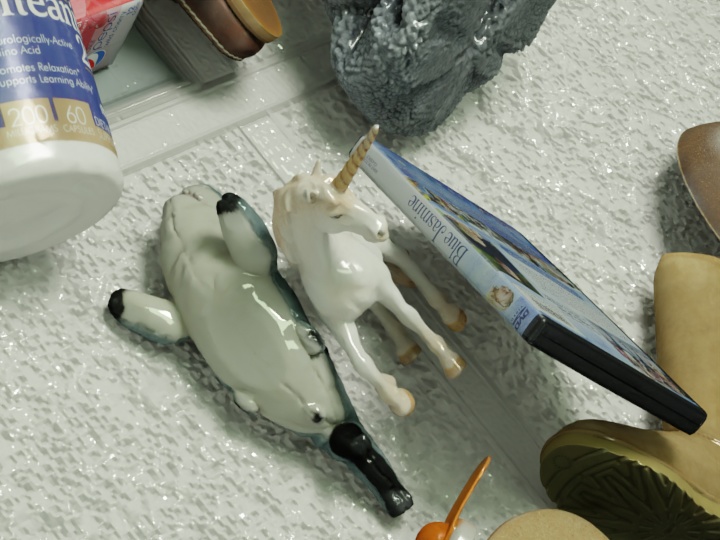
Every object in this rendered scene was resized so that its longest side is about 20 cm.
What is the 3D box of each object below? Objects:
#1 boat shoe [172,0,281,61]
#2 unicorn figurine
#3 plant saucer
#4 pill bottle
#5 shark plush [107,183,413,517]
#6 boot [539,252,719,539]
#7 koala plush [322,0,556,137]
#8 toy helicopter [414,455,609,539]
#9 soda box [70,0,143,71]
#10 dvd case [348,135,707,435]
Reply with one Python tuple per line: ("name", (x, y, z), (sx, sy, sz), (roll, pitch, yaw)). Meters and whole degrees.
("boat shoe", (-0.115, -0.193, 1.169), (0.201, 0.070, 0.070), (59, 13, 25))
("unicorn figurine", (0.000, 0.000, 1.030), (0.074, 0.200, 0.138), (-40, 103, -6))
("plant saucer", (0.284, -0.027, 1.284), (0.199, 0.032, 0.201), (32, 29, -20))
("pill bottle", (-0.193, -0.114, 0.994), (0.110, 0.111, 0.201), (-7, 70, -37))
("shark plush", (-0.032, 0.034, 1.040), (0.200, 0.091, 0.083), (40, 13, 8))
("boot", (0.177, 0.069, 1.154), (0.174, 0.066, 0.201), (30, 43, -22))
("koala plush", (0.005, -0.201, 1.200), (0.200, 0.185, 0.177), (39, 19, 22))
("toy helicopter", (0.057, 0.175, 0.975), (0.199, 0.079, 0.132), (-30, 74, -41))
("soda box", (-0.207, -0.194, 1.107), (0.200, 0.063, 0.070), (50, 45, 12))
("dvd case", (0.087, 0.006, 1.080), (0.142, 0.018, 0.200), (30, 12, -40))
